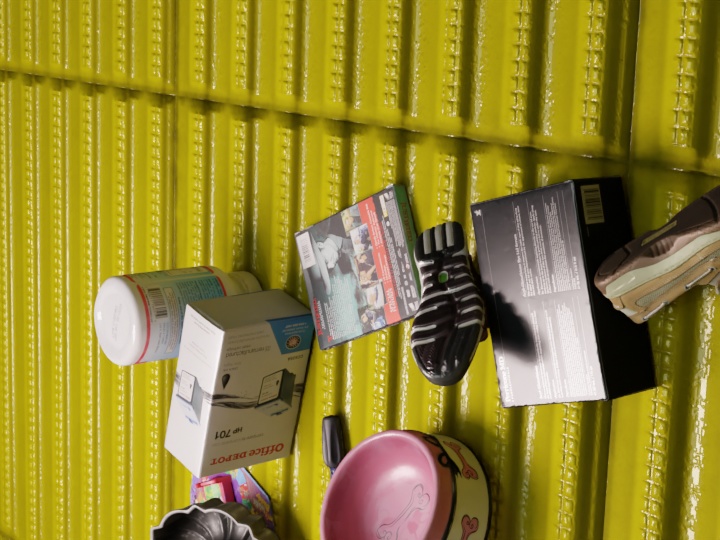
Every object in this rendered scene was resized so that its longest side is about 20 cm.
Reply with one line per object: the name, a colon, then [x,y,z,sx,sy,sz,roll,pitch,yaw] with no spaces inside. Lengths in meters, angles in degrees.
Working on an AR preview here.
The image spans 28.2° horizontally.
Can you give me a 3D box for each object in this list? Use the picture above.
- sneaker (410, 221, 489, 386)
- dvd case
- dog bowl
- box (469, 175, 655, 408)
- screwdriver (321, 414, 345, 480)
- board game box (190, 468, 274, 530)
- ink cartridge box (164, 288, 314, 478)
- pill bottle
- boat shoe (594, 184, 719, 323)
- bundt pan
sneaker: [0.104,0.055,1.433,0.075,0.116,0.202,-14,45,19]
dvd case: [0.000,0.000,1.638,0.199,0.022,0.148,-24,77,49]
dog bowl: [0.040,0.259,1.514,0.199,0.074,0.202,-26,49,33]
box: [0.190,0.022,1.358,0.140,0.078,0.203,-10,88,49]
screwdriver: [-0.028,0.273,1.709,0.029,0.028,0.203,-152,58,-80]
board game box: [-0.186,0.330,1.903,0.200,0.039,0.159,42,126,39]
ink cartridge box: [-0.147,0.135,1.741,0.086,0.145,0.202,31,119,42]
pill bottle: [-0.221,0.052,1.778,0.108,0.198,0.110,10,103,50]
boat shoe: [0.300,-0.016,1.235,0.076,0.072,0.199,48,131,-11]
bundt pan: [-0.176,0.381,1.827,0.199,0.076,0.205,5,105,20]
